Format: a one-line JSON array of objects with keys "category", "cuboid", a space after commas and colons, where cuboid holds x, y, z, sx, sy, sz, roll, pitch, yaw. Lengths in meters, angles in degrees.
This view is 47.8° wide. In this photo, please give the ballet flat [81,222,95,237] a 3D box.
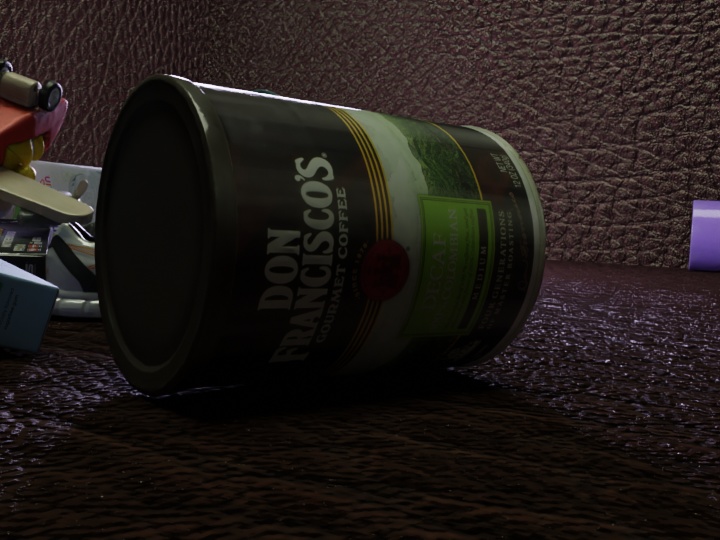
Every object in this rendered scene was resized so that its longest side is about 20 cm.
[{"category": "ballet flat", "cuboid": [-0.257, -0.007, 0.779, 0.066, 0.057, 0.200, 16, -9, -23]}]

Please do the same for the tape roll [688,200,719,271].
[{"category": "tape roll", "cuboid": [0.986, -0.098, 2.313, 0.084, 0.202, 0.200, 4, 3, 23]}]

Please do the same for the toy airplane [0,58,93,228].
[{"category": "toy airplane", "cuboid": [-0.378, -0.099, 0.803, 0.197, 0.142, 0.201, -11, 53, -24]}]

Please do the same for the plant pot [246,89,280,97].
[{"category": "plant pot", "cuboid": [-0.066, -0.056, 0.816, 0.160, 0.203, 0.200, 18, -8, -41]}]

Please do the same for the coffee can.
[{"category": "coffee can", "cuboid": [-0.021, -0.016, 0.435, 0.199, 0.148, 0.146, 0, 4, -37]}]

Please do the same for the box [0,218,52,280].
[{"category": "box", "cuboid": [-0.380, -0.014, 0.777, 0.157, 0.049, 0.200, 2, 11, -19]}]

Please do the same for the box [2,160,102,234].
[{"category": "box", "cuboid": [-0.428, -0.066, 1.029, 0.198, 0.098, 0.176, -14, -4, 24]}]

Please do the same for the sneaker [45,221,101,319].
[{"category": "sneaker", "cuboid": [-0.159, 0.001, 0.665, 0.198, 0.081, 0.074, 3, 1, -15]}]

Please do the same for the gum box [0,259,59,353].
[{"category": "gum box", "cuboid": [-0.302, -0.013, 0.460, 0.169, 0.045, 0.199, 16, -4, 44]}]
